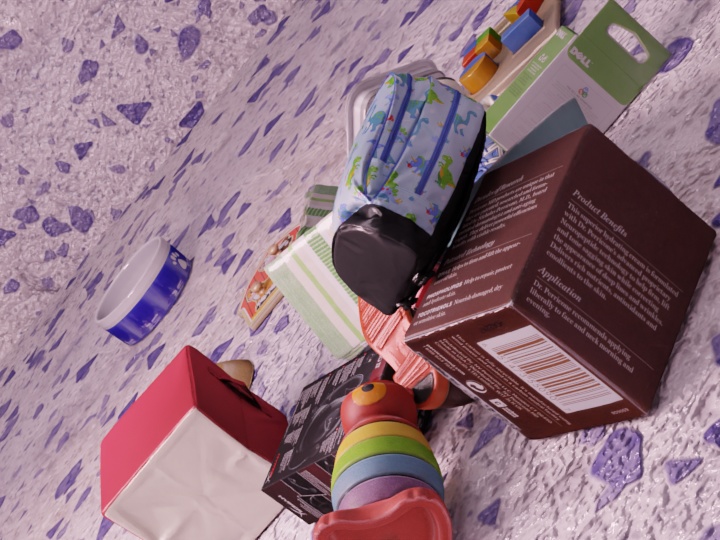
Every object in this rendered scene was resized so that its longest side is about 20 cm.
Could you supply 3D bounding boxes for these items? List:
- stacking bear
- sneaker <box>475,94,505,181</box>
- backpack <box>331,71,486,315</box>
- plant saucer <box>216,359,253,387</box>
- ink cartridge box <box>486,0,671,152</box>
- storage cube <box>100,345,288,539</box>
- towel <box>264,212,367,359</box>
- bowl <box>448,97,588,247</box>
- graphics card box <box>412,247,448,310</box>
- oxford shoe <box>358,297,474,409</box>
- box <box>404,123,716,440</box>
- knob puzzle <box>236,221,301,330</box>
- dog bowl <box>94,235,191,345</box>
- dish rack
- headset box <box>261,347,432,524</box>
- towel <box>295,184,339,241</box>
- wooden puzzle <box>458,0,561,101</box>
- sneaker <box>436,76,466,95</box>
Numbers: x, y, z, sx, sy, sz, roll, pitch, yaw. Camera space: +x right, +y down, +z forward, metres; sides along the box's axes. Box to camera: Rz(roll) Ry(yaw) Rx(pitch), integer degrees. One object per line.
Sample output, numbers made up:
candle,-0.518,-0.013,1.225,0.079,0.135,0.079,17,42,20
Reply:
stacking bear,0.022,0.183,1.387,0.121,0.114,0.201,-18,39,11
sneaker,0.150,-0.125,1.753,0.076,0.077,0.201,-31,29,43
backpack,0.044,-0.086,1.372,0.200,0.153,0.163,-52,-7,-21
plant saucer,-0.229,0.201,2.114,0.200,0.035,0.201,-44,20,20
ink cartridge box,0.236,-0.201,1.645,0.200,0.104,0.059,-49,20,9
storage cube,-0.193,0.232,1.762,0.200,0.171,0.180,-48,20,8
towel,0.000,0.000,1.760,0.200,0.153,0.023,-39,1,29
bowl,0.177,-0.068,1.486,0.201,0.105,0.201,-43,-5,-5
graphics card box,0.105,0.001,1.547,0.200,0.125,0.051,-103,34,-68
oxford shoe,0.056,0.066,1.526,0.071,0.072,0.201,-52,46,32
box,0.175,0.015,1.296,0.164,0.166,0.201,-25,32,56
knob puzzle,-0.133,-0.011,2.283,0.220,0.030,0.220,-45,20,21
dog bowl,-0.405,0.038,2.756,0.200,0.079,0.200,-45,19,20
dish rack,0.055,-0.149,1.837,0.043,0.201,0.171,21,33,38
headset box,-0.002,0.167,1.576,0.200,0.077,0.149,-32,27,44
towel,-0.006,-0.050,1.892,0.200,0.152,0.024,-79,-4,-60
wooden puzzle,0.198,-0.310,2.026,0.185,0.046,0.200,-42,21,27
sneaker,0.105,-0.128,1.782,0.093,0.070,0.201,-122,34,-63
